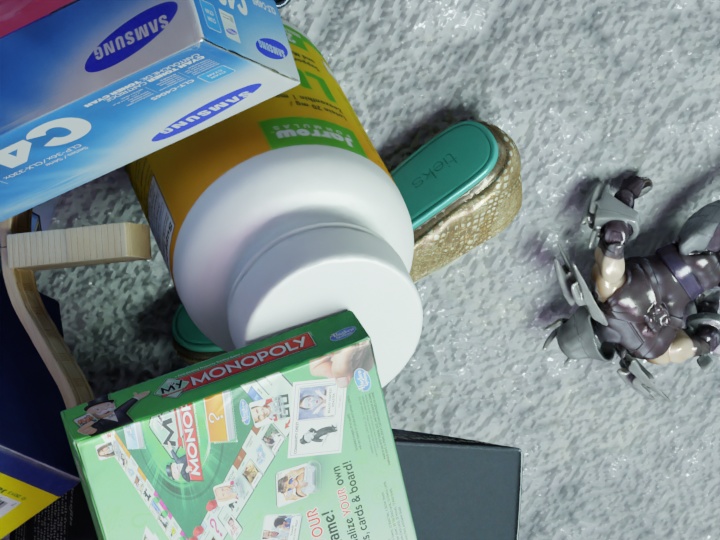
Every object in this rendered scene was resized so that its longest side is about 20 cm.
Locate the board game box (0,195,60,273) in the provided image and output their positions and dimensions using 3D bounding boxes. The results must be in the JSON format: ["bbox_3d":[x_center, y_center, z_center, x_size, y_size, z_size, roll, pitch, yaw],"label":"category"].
[{"bbox_3d":[-0.214,-0.052,1.283,0.151,0.037,0.200,9,119,-25],"label":"board game box"}]

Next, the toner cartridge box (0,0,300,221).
[{"bbox_3d":[-0.136,-0.068,1.173,0.200,0.043,0.095,-24,165,20],"label":"toner cartridge box"}]

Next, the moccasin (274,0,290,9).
[{"bbox_3d":[-0.034,-0.210,1.217,0.080,0.068,0.200,-12,127,-12],"label":"moccasin"}]

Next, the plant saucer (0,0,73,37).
[{"bbox_3d":[-0.177,-0.124,1.099,0.200,0.051,0.201,-17,166,-4],"label":"plant saucer"}]

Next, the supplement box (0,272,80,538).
[{"bbox_3d":[-0.241,0.087,1.287,0.200,0.109,0.109,-36,137,27],"label":"supplement box"}]

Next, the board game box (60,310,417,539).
[{"bbox_3d":[-0.042,0.126,1.203,0.134,0.029,0.200,-19,122,-10],"label":"board game box"}]

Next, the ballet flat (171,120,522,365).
[{"bbox_3d":[0.000,0.000,1.383,0.200,0.071,0.065,-30,143,7],"label":"ballet flat"}]

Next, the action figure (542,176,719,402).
[{"bbox_3d":[0.182,-0.008,1.444,0.200,0.069,0.130,-32,136,9],"label":"action figure"}]

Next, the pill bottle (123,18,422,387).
[{"bbox_3d":[-0.040,-0.027,1.259,0.111,0.200,0.111,-10,127,-14],"label":"pill bottle"}]

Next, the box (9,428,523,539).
[{"bbox_3d":[-0.051,0.134,1.356,0.200,0.198,0.123,5,89,-24],"label":"box"}]

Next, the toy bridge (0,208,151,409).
[{"bbox_3d":[-0.128,-0.010,1.233,0.067,0.200,0.027,-5,175,22],"label":"toy bridge"}]
